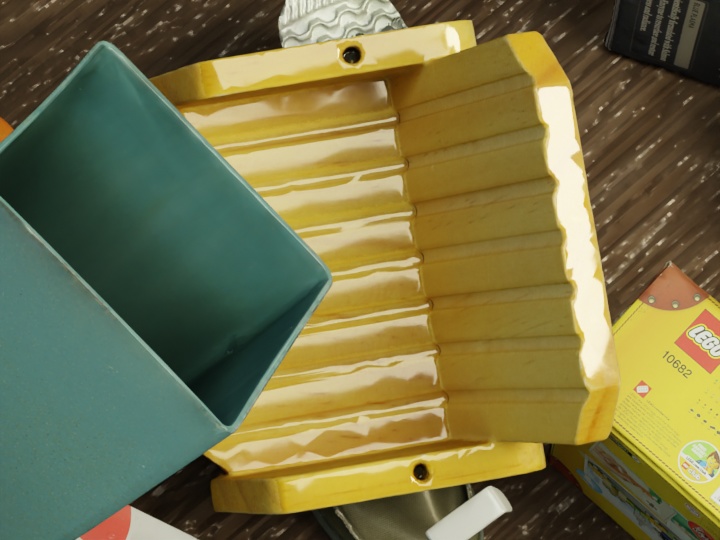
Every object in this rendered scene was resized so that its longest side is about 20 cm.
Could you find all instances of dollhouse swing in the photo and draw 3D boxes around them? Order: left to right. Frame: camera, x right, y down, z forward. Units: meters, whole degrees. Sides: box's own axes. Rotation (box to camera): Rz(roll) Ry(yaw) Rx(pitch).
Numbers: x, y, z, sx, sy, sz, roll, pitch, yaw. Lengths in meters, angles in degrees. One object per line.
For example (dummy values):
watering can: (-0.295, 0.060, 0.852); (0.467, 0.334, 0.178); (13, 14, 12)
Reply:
dollhouse swing: (0.000, 0.000, 1.228); (0.181, 0.176, 0.201); (-9, 91, -4)

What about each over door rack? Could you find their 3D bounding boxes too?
over door rack: (0.074, 0.183, 1.240); (0.067, 0.200, 0.148); (-34, 75, -5)

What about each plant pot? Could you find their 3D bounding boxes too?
plant pot: (-0.142, 0.038, 1.197); (0.141, 0.141, 0.200); (45, 120, -7)

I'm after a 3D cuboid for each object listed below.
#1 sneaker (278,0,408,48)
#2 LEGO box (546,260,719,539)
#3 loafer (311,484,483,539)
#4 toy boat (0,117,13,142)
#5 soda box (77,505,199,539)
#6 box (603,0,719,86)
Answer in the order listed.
sneaker: (0.019, -0.049, 1.371); (0.069, 0.100, 0.201); (-23, 96, -5)
LEGO box: (0.182, 0.106, 1.286); (0.200, 0.149, 0.077); (42, 78, 12)
loafer: (-0.009, 0.059, 1.346); (0.075, 0.070, 0.200); (-30, 75, -7)
toy boat: (-0.186, -0.012, 1.325); (0.199, 0.131, 0.131); (10, 110, 4)
soda box: (-0.135, 0.133, 1.330); (0.200, 0.068, 0.064); (25, 75, 9)
box: (0.245, -0.180, 1.387); (0.199, 0.117, 0.197); (19, 75, 6)
